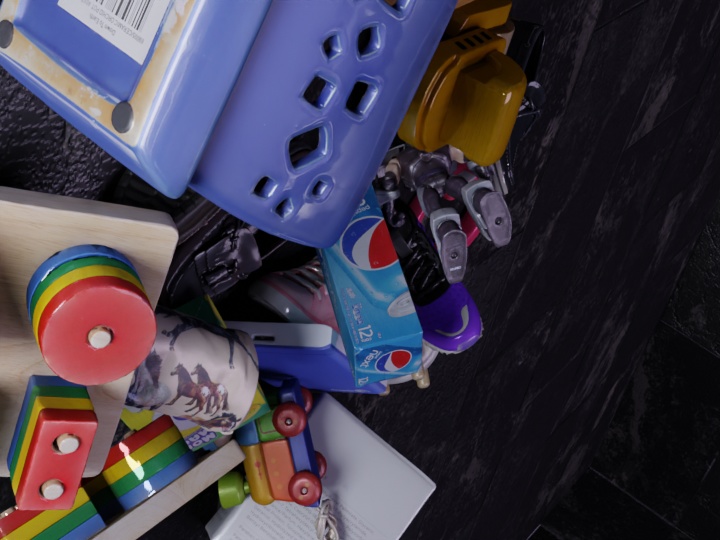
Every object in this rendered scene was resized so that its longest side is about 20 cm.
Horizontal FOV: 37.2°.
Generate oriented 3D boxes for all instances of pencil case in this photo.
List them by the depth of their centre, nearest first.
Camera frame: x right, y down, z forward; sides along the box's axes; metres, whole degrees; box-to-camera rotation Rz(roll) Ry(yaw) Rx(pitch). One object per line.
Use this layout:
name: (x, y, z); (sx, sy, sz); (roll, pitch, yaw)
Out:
pencil case: (-0.165, 0.067, 0.790); (0.199, 0.078, 0.090); (20, 101, -37)

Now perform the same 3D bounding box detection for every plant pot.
plant pot: (-0.086, -0.149, 0.626); (0.179, 0.199, 0.202); (4, 118, -58)

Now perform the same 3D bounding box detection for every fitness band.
fitness band: (0.108, -0.066, 1.316); (0.199, 0.037, 0.145); (-30, 148, -45)

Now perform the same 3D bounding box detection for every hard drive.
hard drive: (-0.061, 0.088, 1.063); (0.200, 0.130, 0.026); (47, 46, -66)

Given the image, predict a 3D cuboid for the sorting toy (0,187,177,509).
sorting toy: (-0.223, 0.056, 0.640); (0.198, 0.070, 0.201); (7, 117, -32)

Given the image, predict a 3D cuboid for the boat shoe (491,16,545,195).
boat shoe: (0.165, -0.178, 1.138); (0.075, 0.061, 0.203); (54, 41, -68)

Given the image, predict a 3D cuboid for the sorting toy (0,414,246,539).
sorting toy: (-0.222, 0.194, 0.856); (0.198, 0.070, 0.200); (-32, 178, -41)

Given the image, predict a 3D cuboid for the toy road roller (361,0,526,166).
toy road roller: (0.101, -0.177, 1.015); (0.199, 0.145, 0.124); (-30, 146, -46)

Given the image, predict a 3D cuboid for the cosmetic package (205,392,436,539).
cosmetic package: (-0.049, 0.265, 1.199); (0.201, 0.165, 0.165); (-51, -177, -12)

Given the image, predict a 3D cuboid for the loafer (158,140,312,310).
loafer: (-0.093, -0.034, 0.916); (0.200, 0.063, 0.072); (-46, 154, -25)

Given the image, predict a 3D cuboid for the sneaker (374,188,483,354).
sneaker: (0.051, -0.005, 1.092); (0.069, 0.201, 0.100); (-33, 148, 0)

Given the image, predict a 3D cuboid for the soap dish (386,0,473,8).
soap dish: (0.084, -0.301, 0.905); (0.199, 0.081, 0.159); (-33, 147, -42)

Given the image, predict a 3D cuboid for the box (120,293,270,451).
box: (-0.153, 0.107, 0.951); (0.116, 0.049, 0.201); (-27, 153, -5)

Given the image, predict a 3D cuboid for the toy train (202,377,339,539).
toy train: (-0.091, 0.219, 1.081); (0.085, 0.114, 0.203); (-72, 150, -81)

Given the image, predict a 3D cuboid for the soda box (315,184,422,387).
soda box: (0.000, 0.000, 0.975); (0.063, 0.202, 0.068); (-13, 145, -8)

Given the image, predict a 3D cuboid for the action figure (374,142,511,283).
action figure: (0.075, -0.075, 1.023); (0.129, 0.201, 0.070); (-25, 124, -1)

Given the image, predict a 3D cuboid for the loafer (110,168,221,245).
loafer: (-0.107, -0.079, 0.818); (0.200, 0.073, 0.072); (-47, 153, -22)

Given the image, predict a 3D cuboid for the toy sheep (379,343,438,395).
toy sheep: (0.033, 0.067, 1.210); (0.138, 0.137, 0.200); (-53, 170, -8)

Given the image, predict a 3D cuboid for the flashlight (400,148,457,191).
flashlight: (0.119, -0.144, 1.185); (0.200, 0.068, 0.068); (-37, 172, -45)

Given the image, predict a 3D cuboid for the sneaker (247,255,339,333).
sneaker: (-0.042, 0.010, 1.067); (0.105, 0.075, 0.200); (-59, 160, -1)
